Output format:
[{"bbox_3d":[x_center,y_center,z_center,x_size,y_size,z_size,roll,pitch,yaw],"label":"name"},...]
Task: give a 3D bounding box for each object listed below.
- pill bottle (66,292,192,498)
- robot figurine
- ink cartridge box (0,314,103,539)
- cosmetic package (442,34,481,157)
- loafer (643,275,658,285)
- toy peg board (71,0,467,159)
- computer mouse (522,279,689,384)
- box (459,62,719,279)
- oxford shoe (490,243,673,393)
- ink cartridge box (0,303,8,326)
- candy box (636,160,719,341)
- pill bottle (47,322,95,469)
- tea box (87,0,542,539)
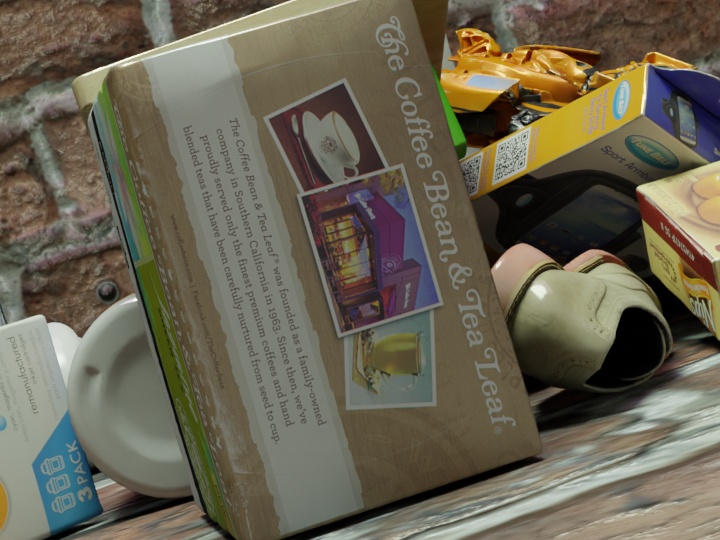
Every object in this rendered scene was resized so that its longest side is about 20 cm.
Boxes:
[{"bbox_3d":[-0.101,0.063,1.105,0.111,0.113,0.200,-17,0,0],"label":"pill bottle"},{"bbox_3d":[0.120,-0.105,1.177,0.199,0.059,0.145,13,23,35],"label":"robot figurine"},{"bbox_3d":[-0.240,0.106,0.991,0.068,0.116,0.199,-16,2,43],"label":"ink cartridge box"},{"bbox_3d":[-0.016,-0.084,1.249,0.081,0.114,0.199,-16,1,43],"label":"cosmetic package"},{"bbox_3d":[0.161,-0.032,1.174,0.063,0.072,0.199,7,17,-47],"label":"loafer"},{"bbox_3d":[-0.036,-0.057,1.046,0.199,0.098,0.199,-20,-16,-6],"label":"toy peg board"},{"bbox_3d":[0.123,0.031,1.062,0.140,0.046,0.199,-24,-14,34],"label":"computer mouse"},{"bbox_3d":[0.143,-0.045,1.079,0.119,0.042,0.199,30,-34,-29],"label":"box"},{"bbox_3d":[0.117,0.035,0.933,0.074,0.071,0.200,28,11,23],"label":"oxford shoe"},{"bbox_3d":[-0.275,0.061,1.125,0.145,0.201,0.086,-17,31,-6],"label":"ink cartridge box"},{"bbox_3d":[0.254,-0.031,0.977,0.199,0.056,0.116,-18,24,-6],"label":"candy box"},{"bbox_3d":[-0.245,0.102,1.376,0.199,0.112,0.111,-18,1,-13],"label":"pill bottle"},{"bbox_3d":[-0.029,0.000,0.852,0.133,0.201,0.197,-17,0,-12],"label":"tea box"}]
